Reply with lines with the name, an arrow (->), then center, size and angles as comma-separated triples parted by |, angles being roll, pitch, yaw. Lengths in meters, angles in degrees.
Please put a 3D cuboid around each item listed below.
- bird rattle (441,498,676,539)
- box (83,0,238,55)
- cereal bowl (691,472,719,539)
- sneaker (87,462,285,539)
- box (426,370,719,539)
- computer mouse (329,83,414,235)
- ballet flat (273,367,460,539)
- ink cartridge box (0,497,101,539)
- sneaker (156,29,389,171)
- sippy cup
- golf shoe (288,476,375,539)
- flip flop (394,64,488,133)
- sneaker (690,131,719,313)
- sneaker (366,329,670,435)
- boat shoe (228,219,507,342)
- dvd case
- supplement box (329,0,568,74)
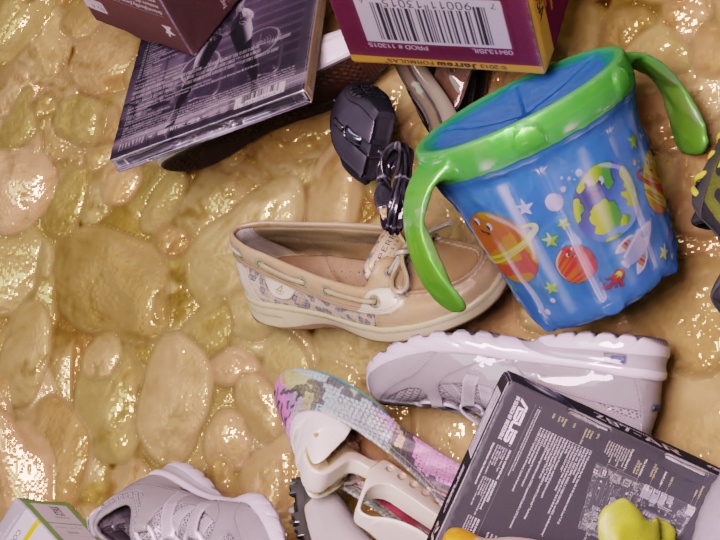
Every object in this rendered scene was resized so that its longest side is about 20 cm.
bird rattle -> 0.101, 0.218, 0.916 | 0.162, 0.113, 0.202 | 17, 108, 12
box -> -0.105, -0.254, 1.170 | 0.100, 0.075, 0.201 | 22, 69, 32
cereal bowl -> 0.236, 0.176, 0.858 | 0.083, 0.199, 0.202 | -29, 65, 47
sneaker -> -0.106, 0.182, 1.079 | 0.199, 0.081, 0.075 | 10, 114, 58
box -> 0.113, 0.181, 0.963 | 0.159, 0.044, 0.201 | 23, 95, -1
computer mouse -> 0.004, -0.073, 1.067 | 0.200, 0.034, 0.059 | -109, 36, -68
ballet flat -> 0.010, 0.128, 1.054 | 0.199, 0.071, 0.070 | 31, 135, 24
ink cartridge box -> -0.191, 0.259, 1.173 | 0.200, 0.059, 0.104 | 39, 101, 31
sneaker -> -0.070, -0.142, 1.169 | 0.199, 0.073, 0.085 | -21, 73, 28
sippy cup -> 0.119, -0.042, 0.988 | 0.177, 0.140, 0.131 | -24, 103, 16
golf shoe -> 0.021, 0.207, 1.059 | 0.088, 0.077, 0.201 | -29, 64, -2
flip flop -> 0.060, -0.117, 1.088 | 0.057, 0.081, 0.201 | -24, 68, 5
sneaker -> 0.224, -0.062, 0.969 | 0.084, 0.074, 0.202 | -13, 74, 26
sneaker -> 0.088, 0.079, 1.028 | 0.198, 0.074, 0.083 | -2, 82, 33
boat shoe -> 0.000, 0.000, 1.089 | 0.198, 0.063, 0.073 | -3, 37, 32
dvd case -> -0.089, -0.159, 1.152 | 0.148, 0.016, 0.201 | -18, 42, 22
supplement box -> 0.068, -0.229, 1.030 | 0.130, 0.104, 0.201 | 5, 57, 21
